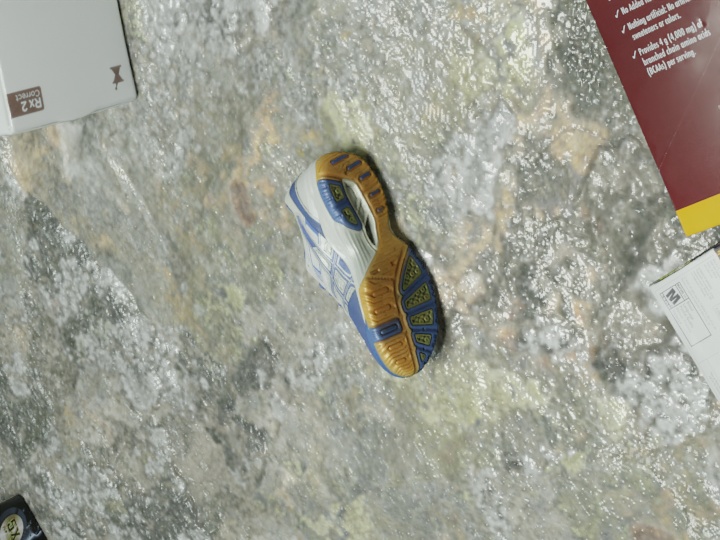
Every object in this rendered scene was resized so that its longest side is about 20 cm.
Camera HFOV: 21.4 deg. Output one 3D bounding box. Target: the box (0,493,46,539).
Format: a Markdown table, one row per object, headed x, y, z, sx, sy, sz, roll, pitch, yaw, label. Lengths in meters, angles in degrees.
| x | y | z | sx | sy | sz | roll | pitch | yaw | label |
| --- | --- | --- | --- | --- | --- | --- | --- | --- | --- |
| -0.388 | 0.371 | 2.061 | 0.164 | 0.086 | 0.201 | -38 | 81 | 41 | box |

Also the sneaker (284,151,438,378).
| x | y | z | sx | sy | sz | roll | pitch | yaw | label |
| --- | --- | --- | --- | --- | --- | --- | --- | --- | --- |
| 0.000 | 0.000 | 1.632 | 0.088 | 0.075 | 0.201 | -28 | 81 | 53 | sneaker |

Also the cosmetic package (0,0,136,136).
| x | y | z | sx | sy | sz | roll | pitch | yaw | label |
| --- | --- | --- | --- | --- | --- | --- | --- | --- | --- |
| -0.343 | -0.214 | 1.759 | 0.199 | 0.164 | 0.166 | -2 | 104 | 38 | cosmetic package |

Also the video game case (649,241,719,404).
| x | y | z | sx | sy | sz | roll | pitch | yaw | label |
| --- | --- | --- | --- | --- | --- | --- | --- | --- | --- |
| 0.331 | 0.053 | 1.395 | 0.181 | 0.036 | 0.201 | -37 | 82 | 41 | video game case |

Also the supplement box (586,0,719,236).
| x | y | z | sx | sy | sz | roll | pitch | yaw | label |
| --- | --- | --- | --- | --- | --- | --- | --- | --- | --- |
| 0.287 | -0.160 | 1.288 | 0.197 | 0.132 | 0.201 | -23 | 91 | 42 | supplement box |
